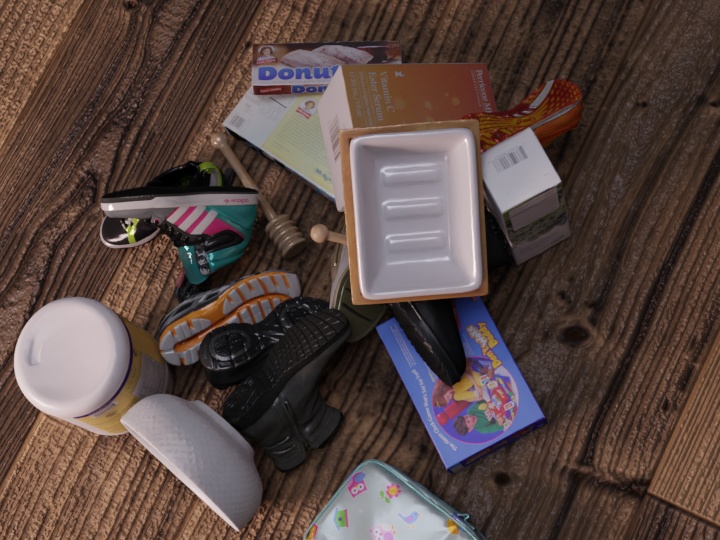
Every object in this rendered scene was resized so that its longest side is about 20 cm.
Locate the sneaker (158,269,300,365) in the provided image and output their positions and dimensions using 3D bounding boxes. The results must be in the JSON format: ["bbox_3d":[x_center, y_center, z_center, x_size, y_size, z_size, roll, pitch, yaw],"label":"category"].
[{"bbox_3d":[-0.172,0.047,1.663,0.199,0.079,0.077,-23,27,-12],"label":"sneaker"}]

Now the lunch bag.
[{"bbox_3d":[0.049,0.327,1.531,0.200,0.077,0.161,36,83,19],"label":"lunch bag"}]

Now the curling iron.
[{"bbox_3d":[-0.201,-0.044,1.725,0.049,0.026,0.201,16,72,-5],"label":"curling iron"}]

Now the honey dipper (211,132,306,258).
[{"bbox_3d":[-0.139,-0.103,1.709,0.038,0.038,0.200,-36,71,0],"label":"honey dipper"}]

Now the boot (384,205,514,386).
[{"bbox_3d":[0.113,0.016,1.563,0.162,0.073,0.199,-33,85,-14],"label":"boot"}]

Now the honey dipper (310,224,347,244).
[{"bbox_3d":[0.032,-0.024,1.603,0.199,0.038,0.038,12,74,-20],"label":"honey dipper"}]

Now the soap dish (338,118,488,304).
[{"bbox_3d":[0.060,-0.067,1.473,0.157,0.081,0.201,-5,101,-2],"label":"soap dish"}]

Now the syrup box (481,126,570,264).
[{"bbox_3d":[0.195,-0.085,1.553,0.079,0.200,0.082,-28,70,3],"label":"syrup box"}]

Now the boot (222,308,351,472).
[{"bbox_3d":[-0.063,0.147,1.588,0.200,0.131,0.068,-44,36,4],"label":"boot"}]

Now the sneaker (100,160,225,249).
[{"bbox_3d":[-0.273,-0.097,1.713,0.199,0.083,0.072,-28,67,15],"label":"sneaker"}]

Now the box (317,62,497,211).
[{"bbox_3d":[0.064,-0.167,1.614,0.199,0.106,0.153,-5,70,-20],"label":"box"}]

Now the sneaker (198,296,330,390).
[{"bbox_3d":[-0.108,0.095,1.638,0.199,0.091,0.076,-14,58,-15],"label":"sneaker"}]

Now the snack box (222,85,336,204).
[{"bbox_3d":[-0.072,-0.184,1.728,0.200,0.037,0.116,34,82,19],"label":"snack box"}]

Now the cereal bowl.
[{"bbox_3d":[-0.189,0.216,1.555,0.200,0.200,0.083,37,74,20],"label":"cereal bowl"}]

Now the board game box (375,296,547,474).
[{"bbox_3d":[0.122,0.127,1.590,0.134,0.045,0.201,-28,70,4],"label":"board game box"}]

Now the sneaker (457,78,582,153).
[{"bbox_3d":[0.180,-0.158,1.551,0.199,0.077,0.073,-21,50,-11],"label":"sneaker"}]

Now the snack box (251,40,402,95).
[{"bbox_3d":[-0.044,-0.269,1.726,0.199,0.024,0.072,-2,59,-1],"label":"snack box"}]

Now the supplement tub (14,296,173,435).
[{"bbox_3d":[-0.322,0.124,1.607,0.145,0.200,0.146,-3,74,11],"label":"supplement tub"}]

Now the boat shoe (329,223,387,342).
[{"bbox_3d":[0.000,0.000,1.641,0.075,0.068,0.201,26,70,-22],"label":"boat shoe"}]

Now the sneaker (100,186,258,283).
[{"bbox_3d":[-0.228,-0.044,1.646,0.199,0.084,0.121,-1,101,-17],"label":"sneaker"}]
